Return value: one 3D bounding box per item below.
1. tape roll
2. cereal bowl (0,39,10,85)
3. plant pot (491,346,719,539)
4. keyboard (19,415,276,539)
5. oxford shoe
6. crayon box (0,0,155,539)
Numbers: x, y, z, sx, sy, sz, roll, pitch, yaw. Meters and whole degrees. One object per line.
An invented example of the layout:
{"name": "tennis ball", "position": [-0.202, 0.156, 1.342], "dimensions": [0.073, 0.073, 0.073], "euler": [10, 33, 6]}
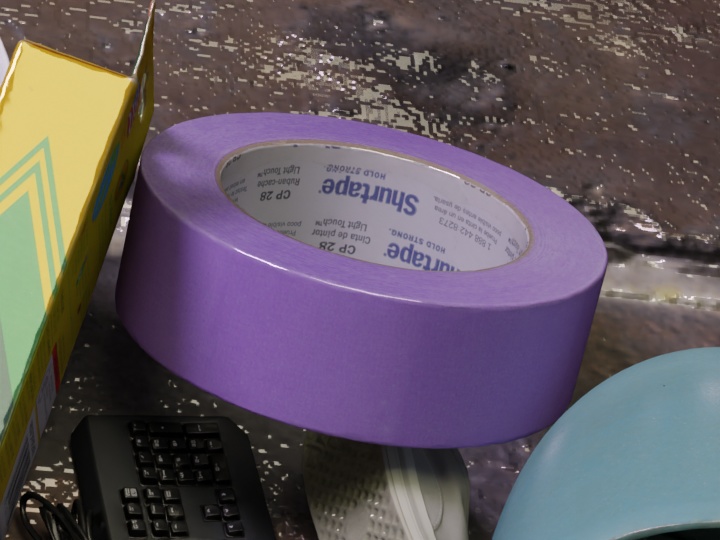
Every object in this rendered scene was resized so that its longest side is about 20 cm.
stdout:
{"name": "tape roll", "position": [0.000, 0.000, 1.136], "dimensions": [0.199, 0.066, 0.200], "euler": [11, 21, -4]}
{"name": "cereal bowl", "position": [-0.244, -0.049, 1.142], "dimensions": [0.199, 0.084, 0.201], "euler": [5, 46, -5]}
{"name": "plant pot", "position": [0.138, 0.126, 1.039], "dimensions": [0.200, 0.201, 0.161], "euler": [14, 33, -4]}
{"name": "keyboard", "position": [-0.072, 0.132, 1.068], "dimensions": [0.104, 0.040, 0.201], "euler": [-2, 49, -19]}
{"name": "oxford shoe", "position": [0.021, 0.133, 1.080], "dimensions": [0.058, 0.075, 0.201], "euler": [24, 40, -34]}
{"name": "crayon box", "position": [-0.132, -0.002, 1.061], "dimensions": [0.051, 0.127, 0.201], "euler": [18, 72, 1]}
